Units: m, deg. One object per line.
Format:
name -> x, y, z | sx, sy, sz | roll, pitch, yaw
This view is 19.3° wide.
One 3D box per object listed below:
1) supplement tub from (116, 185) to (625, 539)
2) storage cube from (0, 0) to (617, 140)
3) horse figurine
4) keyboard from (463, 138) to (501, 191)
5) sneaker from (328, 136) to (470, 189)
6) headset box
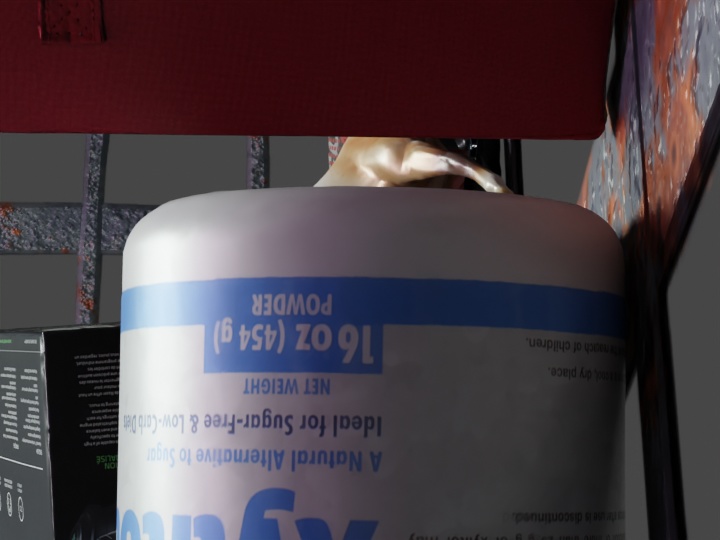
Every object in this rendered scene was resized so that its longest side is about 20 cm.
supplement tub -> 0.002, 0.085, 0.530 | 0.132, 0.130, 0.202 | 111, 159, -84
storage cube -> -0.020, -0.150, 0.577 | 0.201, 0.178, 0.172 | -94, 5, -53
horse figurine -> 0.000, 0.000, 0.806 | 0.201, 0.050, 0.133 | -55, 37, 20
keyboard -> 0.034, 0.036, 0.884 | 0.105, 0.039, 0.201 | -91, 2, -49
sneaker -> 0.018, -0.057, 0.944 | 0.201, 0.070, 0.099 | 97, 174, -52
headset box -> -0.088, 0.120, 0.806 | 0.174, 0.092, 0.202 | 172, 94, -71
